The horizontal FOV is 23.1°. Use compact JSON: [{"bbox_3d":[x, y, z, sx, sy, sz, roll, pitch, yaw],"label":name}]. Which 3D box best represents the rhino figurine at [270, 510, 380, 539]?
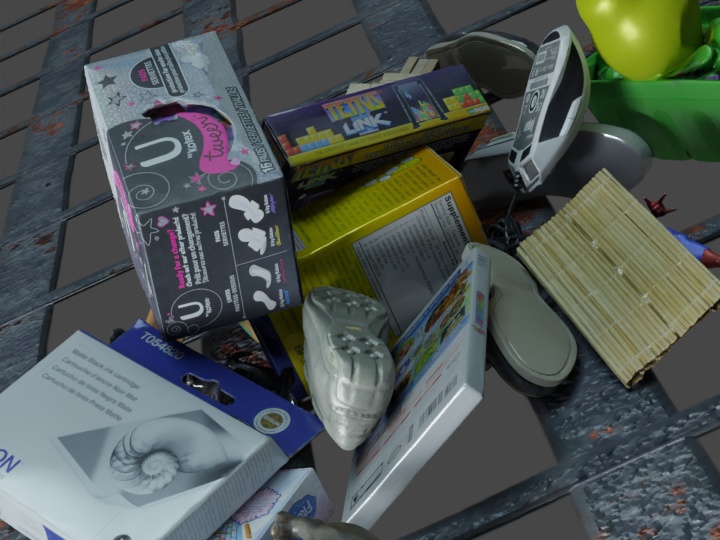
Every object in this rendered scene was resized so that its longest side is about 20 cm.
[{"bbox_3d":[-0.040,0.222,1.040,0.087,0.060,0.200,-2,34,24],"label":"rhino figurine"}]

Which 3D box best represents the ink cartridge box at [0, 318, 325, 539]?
[{"bbox_3d":[-0.158,0.115,1.220,0.199,0.041,0.200,25,50,32],"label":"ink cartridge box"}]

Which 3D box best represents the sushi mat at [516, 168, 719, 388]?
[{"bbox_3d":[0.184,0.001,1.267,0.096,0.012,0.200,-41,34,5],"label":"sushi mat"}]

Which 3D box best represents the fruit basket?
[{"bbox_3d":[0.260,-0.192,1.449,0.155,0.217,0.215,-38,25,-28],"label":"fruit basket"}]

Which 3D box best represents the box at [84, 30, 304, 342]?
[{"bbox_3d":[-0.130,-0.067,1.331,0.114,0.133,0.200,-17,43,-10],"label":"box"}]

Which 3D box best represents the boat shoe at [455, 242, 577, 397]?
[{"bbox_3d":[0.106,0.049,1.298,0.200,0.072,0.063,-108,41,-62],"label":"boat shoe"}]

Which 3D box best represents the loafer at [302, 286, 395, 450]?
[{"bbox_3d":[-0.013,0.065,1.272,0.069,0.070,0.200,13,17,-6],"label":"loafer"}]

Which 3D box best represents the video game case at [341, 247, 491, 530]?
[{"bbox_3d":[0.041,0.081,1.227,0.143,0.018,0.200,-52,12,25],"label":"video game case"}]

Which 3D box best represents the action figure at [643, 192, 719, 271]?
[{"bbox_3d":[0.209,-0.020,1.329,0.065,0.052,0.200,-39,24,-19],"label":"action figure"}]

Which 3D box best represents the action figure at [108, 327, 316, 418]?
[{"bbox_3d":[-0.121,0.110,1.330,0.199,0.103,0.119,12,27,17],"label":"action figure"}]

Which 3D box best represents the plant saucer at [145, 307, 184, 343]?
[{"bbox_3d":[-0.153,0.016,1.476,0.200,0.032,0.202,-159,90,-82],"label":"plant saucer"}]

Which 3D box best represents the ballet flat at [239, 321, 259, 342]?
[{"bbox_3d":[-0.015,0.005,1.512,0.199,0.069,0.063,-29,50,-1],"label":"ballet flat"}]

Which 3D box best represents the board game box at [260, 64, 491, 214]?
[{"bbox_3d":[-0.006,-0.086,1.501,0.199,0.057,0.166,-17,-26,-29],"label":"board game box"}]

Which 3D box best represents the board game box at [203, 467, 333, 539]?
[{"bbox_3d":[-0.146,0.215,1.191,0.199,0.041,0.200,-8,29,36],"label":"board game box"}]

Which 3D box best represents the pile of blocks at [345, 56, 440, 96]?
[{"bbox_3d":[0.047,-0.158,1.758,0.062,0.083,0.200,4,18,25],"label":"pile of blocks"}]

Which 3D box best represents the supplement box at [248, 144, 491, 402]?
[{"bbox_3d":[0.000,0.000,1.421,0.199,0.109,0.110,-27,23,-5],"label":"supplement box"}]

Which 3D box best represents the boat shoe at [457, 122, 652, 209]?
[{"bbox_3d":[0.174,-0.099,1.515,0.199,0.071,0.070,-10,27,47],"label":"boat shoe"}]

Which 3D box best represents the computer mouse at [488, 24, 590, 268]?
[{"bbox_3d":[0.151,-0.098,1.424,0.110,0.044,0.201,-176,103,-78],"label":"computer mouse"}]

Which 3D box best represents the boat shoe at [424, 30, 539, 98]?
[{"bbox_3d":[0.138,-0.221,1.794,0.063,0.073,0.200,-35,19,-20],"label":"boat shoe"}]
